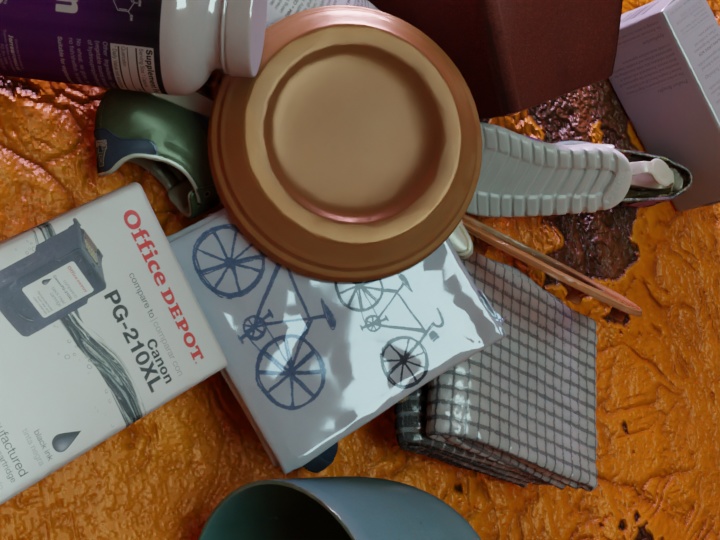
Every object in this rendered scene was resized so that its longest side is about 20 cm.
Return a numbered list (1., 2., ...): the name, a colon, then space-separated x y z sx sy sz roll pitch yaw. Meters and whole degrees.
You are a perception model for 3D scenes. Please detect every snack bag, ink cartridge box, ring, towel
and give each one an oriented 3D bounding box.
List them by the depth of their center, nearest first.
1. ink cartridge box: -0.209 0.048 0.849 0.200 0.084 0.145 -31 99 -35
2. snack bag: -0.020 0.014 0.920 0.199 0.021 0.189 -31 89 -11
3. ring: 0.139 -0.007 1.055 0.200 0.200 0.019 23 97 -30
4. towel: 0.112 0.086 1.063 0.199 0.085 0.167 25 59 -40

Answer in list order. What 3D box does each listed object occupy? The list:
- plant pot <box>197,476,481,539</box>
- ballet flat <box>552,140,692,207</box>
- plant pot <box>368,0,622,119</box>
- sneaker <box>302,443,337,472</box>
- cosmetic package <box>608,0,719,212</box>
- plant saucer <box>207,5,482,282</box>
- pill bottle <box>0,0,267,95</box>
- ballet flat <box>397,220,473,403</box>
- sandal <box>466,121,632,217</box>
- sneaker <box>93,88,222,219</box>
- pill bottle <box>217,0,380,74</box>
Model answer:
1. plant pot: 0.002 0.238 0.902 0.160 0.200 0.202 -1 81 -47
2. ballet flat: 0.235 -0.091 1.200 0.199 0.071 0.070 -1 82 -35
3. plant pot: 0.106 -0.225 1.070 0.199 0.199 0.177 -24 104 -36
4. sneaker: -0.048 0.052 0.955 0.070 0.082 0.201 -63 130 -77
5. cosmetic package: 0.322 -0.167 1.260 0.074 0.101 0.201 -38 104 -33
6. plant saucer: -0.008 -0.093 0.905 0.199 0.037 0.202 1 82 -9
7. pill bottle: -0.166 -0.179 0.858 0.198 0.113 0.113 6 74 2
8. ballet flat: 0.045 0.005 0.964 0.068 0.075 0.201 28 78 -66
9. sandal: 0.140 -0.088 1.133 0.201 0.050 0.083 9 111 -14
10. sneaker: -0.111 -0.078 0.962 0.199 0.067 0.090 21 77 -30
11. pill bottle: -0.075 -0.198 0.976 0.200 0.113 0.114 35 63 -25
